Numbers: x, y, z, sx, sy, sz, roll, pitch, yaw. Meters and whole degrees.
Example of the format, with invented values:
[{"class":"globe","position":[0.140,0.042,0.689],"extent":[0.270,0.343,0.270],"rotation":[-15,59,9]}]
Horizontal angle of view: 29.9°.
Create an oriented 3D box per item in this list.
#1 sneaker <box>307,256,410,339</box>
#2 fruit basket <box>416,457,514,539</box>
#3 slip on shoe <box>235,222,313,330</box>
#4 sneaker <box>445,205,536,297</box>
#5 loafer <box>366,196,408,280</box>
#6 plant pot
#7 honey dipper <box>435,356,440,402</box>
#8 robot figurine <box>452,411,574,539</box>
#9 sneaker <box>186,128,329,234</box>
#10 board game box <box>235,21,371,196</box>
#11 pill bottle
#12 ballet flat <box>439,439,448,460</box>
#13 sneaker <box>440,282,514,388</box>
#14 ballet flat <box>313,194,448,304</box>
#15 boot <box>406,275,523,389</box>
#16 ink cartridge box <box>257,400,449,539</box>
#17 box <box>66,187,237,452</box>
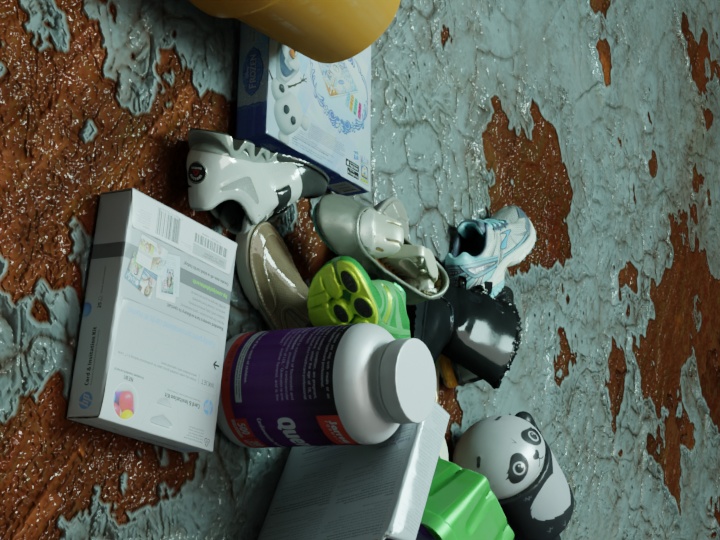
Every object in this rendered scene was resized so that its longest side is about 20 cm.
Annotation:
[{"class":"sneaker","position":[0.001,0.039,1.348],"extent":[0.200,0.074,0.084],"rotation":[61,32,-54]},{"class":"fruit basket","position":[0.029,0.290,1.362],"extent":[0.156,0.215,0.216],"rotation":[63,37,-31]},{"class":"slip on shoe","position":[-0.065,0.038,1.357],"extent":[0.076,0.061,0.200],"rotation":[-44,122,-53]},{"class":"sneaker","position":[0.167,-0.038,1.746],"extent":[0.086,0.078,0.200],"rotation":[64,36,-25]},{"class":"loafer","position":[0.000,0.000,1.480],"extent":[0.072,0.063,0.200],"rotation":[51,41,-36]},{"class":"plant pot","position":[-0.060,-0.296,1.269],"extent":[0.183,0.200,0.200],"rotation":[39,53,-43]},{"class":"honey dipper","position":[0.086,0.143,1.617],"extent":[0.038,0.038,0.200],"rotation":[27,63,-55]},{"class":"robot figurine","position":[0.195,0.270,1.690],"extent":[0.200,0.125,0.150],"rotation":[59,1,-36]},{"class":"sneaker","position":[-0.105,-0.077,1.313],"extent":[0.200,0.074,0.089],"rotation":[10,88,-56]},{"class":"board game box","position":[-0.055,-0.202,1.426],"extent":[0.200,0.043,0.199],"rotation":[26,61,-55]},{"class":"pill bottle","position":[-0.035,0.108,1.261],"extent":[0.112,0.200,0.113],"rotation":[15,72,-57]},{"class":"ballet flat","position":[0.072,0.246,1.549],"extent":[0.067,0.064,0.200],"rotation":[4,82,-59]},{"class":"sneaker","position":[0.167,0.081,1.723],"extent":[0.078,0.077,0.200],"rotation":[65,35,-27]},{"class":"ballet flat","position":[0.029,-0.026,1.395],"extent":[0.200,0.064,0.067],"rotation":[39,50,-47]},{"class":"boot","position":[0.105,0.090,1.569],"extent":[0.162,0.073,0.199],"rotation":[30,56,-27]},{"class":"ink cartridge box","position":[-0.018,0.227,1.273],"extent":[0.041,0.199,0.200],"rotation":[43,48,-24]},{"class":"box","position":[-0.178,0.048,1.187],"extent":[0.156,0.041,0.200],"rotation":[29,60,-54]}]
